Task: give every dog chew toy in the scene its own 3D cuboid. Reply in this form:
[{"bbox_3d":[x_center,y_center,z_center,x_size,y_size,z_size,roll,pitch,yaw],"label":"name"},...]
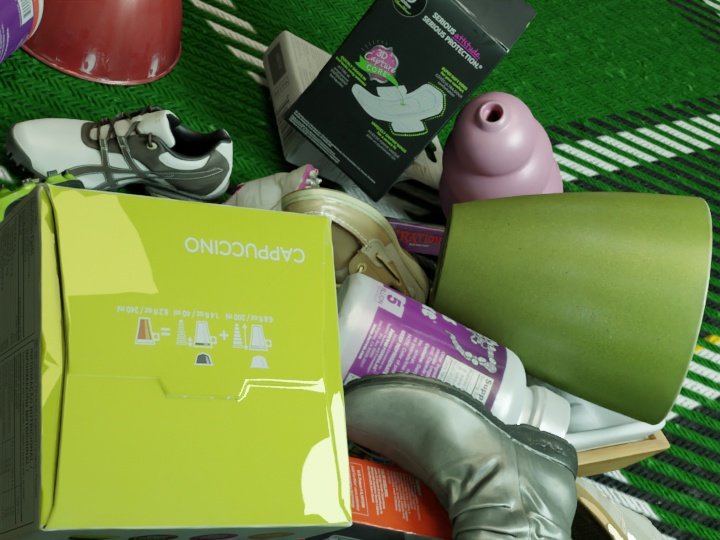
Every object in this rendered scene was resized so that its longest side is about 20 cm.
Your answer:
[{"bbox_3d":[0.133,-0.100,1.318,0.123,0.200,0.126,-3,65,7],"label":"dog chew toy"}]

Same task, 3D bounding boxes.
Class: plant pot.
[{"bbox_3d":[0.161,0.013,1.119,0.197,0.189,0.188,12,39,1],"label":"plant pot"}]

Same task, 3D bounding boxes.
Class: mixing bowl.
[{"bbox_3d":[-0.253,-0.287,1.340,0.198,0.109,0.202,18,40,-16],"label":"mixing bowl"}]

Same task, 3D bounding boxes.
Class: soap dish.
[{"bbox_3d":[0.159,0.097,1.213,0.156,0.082,0.201,-3,50,-36],"label":"soap dish"}]

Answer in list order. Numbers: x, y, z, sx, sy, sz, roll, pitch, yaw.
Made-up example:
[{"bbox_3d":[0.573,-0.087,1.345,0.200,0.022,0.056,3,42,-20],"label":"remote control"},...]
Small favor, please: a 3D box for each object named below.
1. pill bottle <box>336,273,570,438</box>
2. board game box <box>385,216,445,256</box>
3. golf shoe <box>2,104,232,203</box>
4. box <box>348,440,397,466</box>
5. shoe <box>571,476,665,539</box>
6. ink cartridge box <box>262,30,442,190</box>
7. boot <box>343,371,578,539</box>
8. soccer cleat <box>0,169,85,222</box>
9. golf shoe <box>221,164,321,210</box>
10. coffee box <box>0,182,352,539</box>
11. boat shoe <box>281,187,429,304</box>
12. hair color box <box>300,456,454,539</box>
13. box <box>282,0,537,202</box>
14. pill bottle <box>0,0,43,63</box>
[{"bbox_3d":[0.057,0.093,1.057,0.198,0.113,0.113,27,37,-7],"label":"pill bottle"},{"bbox_3d":[0.098,-0.024,1.257,0.197,0.033,0.120,9,8,-1],"label":"board game box"},{"bbox_3d":[-0.205,-0.112,1.190,0.198,0.095,0.078,11,42,-22],"label":"golf shoe"},{"bbox_3d":[-0.004,0.121,1.110,0.135,0.039,0.201,20,39,-15],"label":"box"},{"bbox_3d":[0.218,0.239,1.107,0.200,0.070,0.053,49,44,9],"label":"shoe"},{"bbox_3d":[-0.002,-0.146,1.418,0.199,0.057,0.164,27,33,-36],"label":"ink cartridge box"},{"bbox_3d":[0.068,0.154,0.940,0.198,0.068,0.132,20,43,-12],"label":"boot"},{"bbox_3d":[-0.272,-0.025,1.078,0.200,0.067,0.082,-47,124,-67],"label":"soccer cleat"},{"bbox_3d":[-0.091,-0.022,1.187,0.090,0.076,0.201,-2,29,17],"label":"golf shoe"},{"bbox_3d":[-0.139,0.076,0.882,0.197,0.197,0.203,5,72,-29],"label":"coffee box"},{"bbox_3d":[0.000,0.000,1.166,0.200,0.073,0.067,40,45,-44],"label":"boat shoe"},{"bbox_3d":[0.020,0.196,0.992,0.198,0.102,0.062,13,39,-21],"label":"hair color box"},{"bbox_3d":[0.048,-0.194,1.292,0.124,0.200,0.149,41,30,-3],"label":"box"},{"bbox_3d":[-0.361,-0.206,1.172,0.112,0.113,0.201,30,38,-1],"label":"pill bottle"}]
